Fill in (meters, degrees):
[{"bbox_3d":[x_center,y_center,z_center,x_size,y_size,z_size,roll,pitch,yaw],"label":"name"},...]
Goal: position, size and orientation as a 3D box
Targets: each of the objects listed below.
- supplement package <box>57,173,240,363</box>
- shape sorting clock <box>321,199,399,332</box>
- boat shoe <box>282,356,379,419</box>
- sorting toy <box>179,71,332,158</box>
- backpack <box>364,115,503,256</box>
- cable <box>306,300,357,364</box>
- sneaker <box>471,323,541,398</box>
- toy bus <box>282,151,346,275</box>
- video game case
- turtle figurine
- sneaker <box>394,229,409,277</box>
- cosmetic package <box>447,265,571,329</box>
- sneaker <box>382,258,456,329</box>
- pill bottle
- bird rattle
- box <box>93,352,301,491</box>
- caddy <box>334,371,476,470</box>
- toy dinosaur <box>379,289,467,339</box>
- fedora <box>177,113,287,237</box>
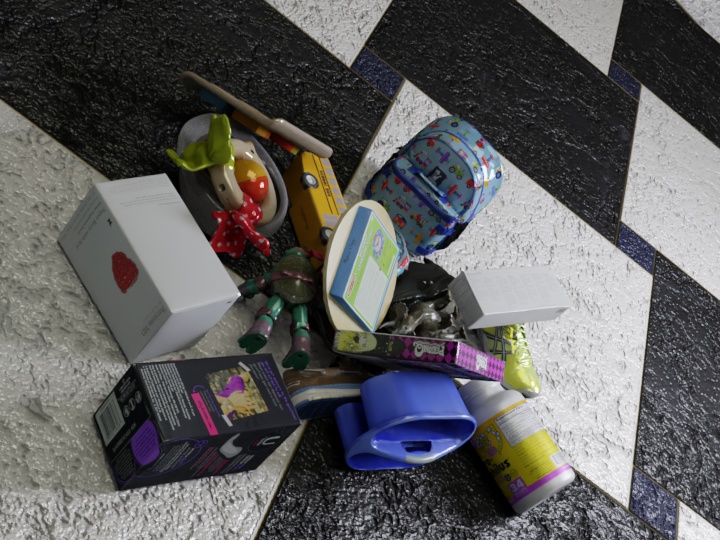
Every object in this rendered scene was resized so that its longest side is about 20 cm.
[{"bbox_3d":[-0.270,-0.005,1.433,0.120,0.121,0.200,-15,66,-49],"label":"supplement package"},{"bbox_3d":[0.000,0.000,1.586,0.039,0.200,0.200,8,28,26],"label":"shape sorting clock"},{"bbox_3d":[-0.019,0.156,1.555,0.200,0.072,0.072,4,51,-41],"label":"boat shoe"},{"bbox_3d":[-0.161,-0.230,1.717,0.200,0.037,0.185,30,3,27],"label":"sorting toy"},{"bbox_3d":[0.128,-0.147,1.871,0.183,0.200,0.135,49,37,5],"label":"backpack"},{"bbox_3d":[-0.059,0.066,1.642,0.200,0.050,0.097,39,39,12],"label":"cable"},{"bbox_3d":[0.239,0.115,1.829,0.075,0.076,0.200,-5,60,-47],"label":"sneaker"},{"bbox_3d":[-0.065,-0.088,1.749,0.078,0.065,0.200,9,49,-40],"label":"toy bus"},{"bbox_3d":[0.084,0.119,1.558,0.200,0.181,0.036,26,71,-62],"label":"video game case"},{"bbox_3d":[-0.101,0.035,1.551,0.149,0.101,0.200,11,46,-2],"label":"turtle figurine"},{"bbox_3d":[0.025,-0.029,1.711,0.079,0.096,0.200,8,29,15],"label":"sneaker"},{"bbox_3d":[0.239,0.041,1.796,0.200,0.051,0.083,-3,60,-38],"label":"cosmetic package"},{"bbox_3d":[0.074,0.031,1.773,0.091,0.076,0.200,45,31,20],"label":"sneaker"},{"bbox_3d":[0.220,0.249,1.663,0.104,0.104,0.200,-13,64,-48],"label":"pill bottle"},{"bbox_3d":[-0.159,-0.113,1.524,0.200,0.113,0.163,58,25,3],"label":"bird rattle"},{"bbox_3d":[-0.192,0.176,1.333,0.200,0.122,0.106,0,54,-43],"label":"box"},{"bbox_3d":[0.062,0.214,1.518,0.200,0.141,0.105,5,51,-39],"label":"caddy"},{"bbox_3d":[0.101,0.085,1.712,0.200,0.102,0.077,45,34,-64],"label":"toy dinosaur"},{"bbox_3d":[-0.200,-0.119,1.631,0.200,0.090,0.177,51,39,0],"label":"fedora"}]
